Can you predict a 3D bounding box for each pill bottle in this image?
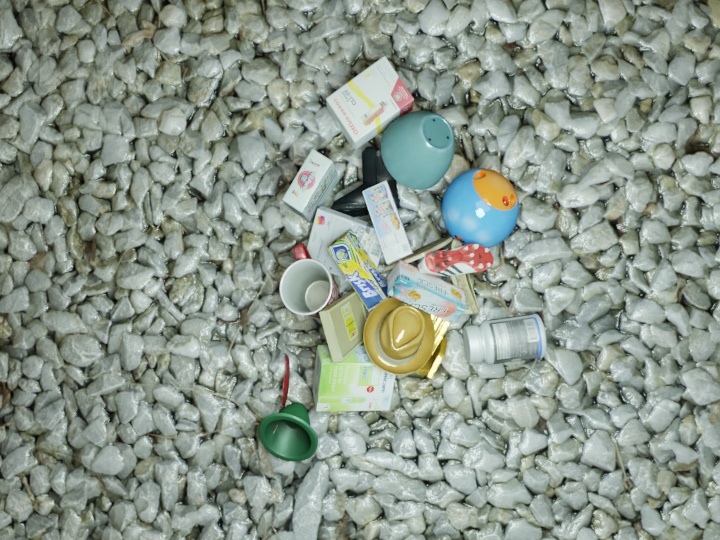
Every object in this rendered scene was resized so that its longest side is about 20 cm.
[{"bbox_3d":[0.372,0.182,1.603,0.195,0.114,0.117,-7,87,1],"label":"pill bottle"}]

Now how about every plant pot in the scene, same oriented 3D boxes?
[{"bbox_3d":[0.167,-0.328,1.585,0.195,0.134,0.205,6,75,-21],"label":"plant pot"}]

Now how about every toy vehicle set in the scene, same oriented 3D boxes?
[{"bbox_3d":[-0.034,0.133,1.534,0.026,0.199,0.127,-12,97,24],"label":"toy vehicle set"}]

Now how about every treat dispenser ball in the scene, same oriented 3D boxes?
[{"bbox_3d":[0.306,-0.158,1.577,0.195,0.201,0.207,0,87,1],"label":"treat dispenser ball"}]

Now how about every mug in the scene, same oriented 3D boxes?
[{"bbox_3d":[-0.113,0.036,1.573,0.130,0.200,0.182,10,81,10],"label":"mug"}]

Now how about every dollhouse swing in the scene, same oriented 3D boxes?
[{"bbox_3d":[0.149,0.131,1.591,0.197,0.182,0.178,31,108,3],"label":"dollhouse swing"}]

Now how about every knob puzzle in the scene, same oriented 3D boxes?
[{"bbox_3d":[0.151,-0.034,1.576,0.215,0.220,0.031,-24,93,0],"label":"knob puzzle"}]

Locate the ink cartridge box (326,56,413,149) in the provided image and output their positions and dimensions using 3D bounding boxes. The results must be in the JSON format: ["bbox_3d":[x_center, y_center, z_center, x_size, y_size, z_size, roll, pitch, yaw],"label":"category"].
[{"bbox_3d":[0.024,-0.447,1.655,0.198,0.083,0.147,-35,87,0],"label":"ink cartridge box"}]

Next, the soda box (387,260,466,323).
[{"bbox_3d":[0.163,0.054,1.513,0.197,0.069,0.064,24,129,-17],"label":"soda box"}]

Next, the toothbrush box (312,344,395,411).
[{"bbox_3d":[-0.017,0.275,1.572,0.195,0.086,0.149,2,116,-15],"label":"toothbrush box"}]

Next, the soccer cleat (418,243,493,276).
[{"bbox_3d":[0.232,-0.021,1.500,0.195,0.085,0.070,-6,79,-24],"label":"soccer cleat"}]

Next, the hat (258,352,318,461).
[{"bbox_3d":[-0.171,0.378,1.655,0.162,0.177,0.203,18,125,0],"label":"hat"}]

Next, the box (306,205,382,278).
[{"bbox_3d":[-0.039,-0.063,1.635,0.196,0.041,0.159,18,109,2],"label":"box"}]

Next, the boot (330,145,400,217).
[{"bbox_3d":[0.013,-0.239,1.653,0.195,0.076,0.173,-7,74,17],"label":"boot"}]

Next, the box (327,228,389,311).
[{"bbox_3d":[0.000,0.000,1.591,0.064,0.070,0.202,-30,101,21],"label":"box"}]

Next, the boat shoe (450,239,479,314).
[{"bbox_3d":[0.265,0.016,1.578,0.061,0.073,0.205,-3,112,20],"label":"boat shoe"}]

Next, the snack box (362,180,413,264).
[{"bbox_3d":[0.068,-0.122,1.563,0.071,0.024,0.204,-22,76,13],"label":"snack box"}]

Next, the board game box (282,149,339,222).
[{"bbox_3d":[-0.125,-0.212,1.589,0.063,0.200,0.149,31,88,3],"label":"board game box"}]

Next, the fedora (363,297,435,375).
[{"bbox_3d":[0.102,0.151,1.503,0.195,0.082,0.206,3,68,-8],"label":"fedora"}]
